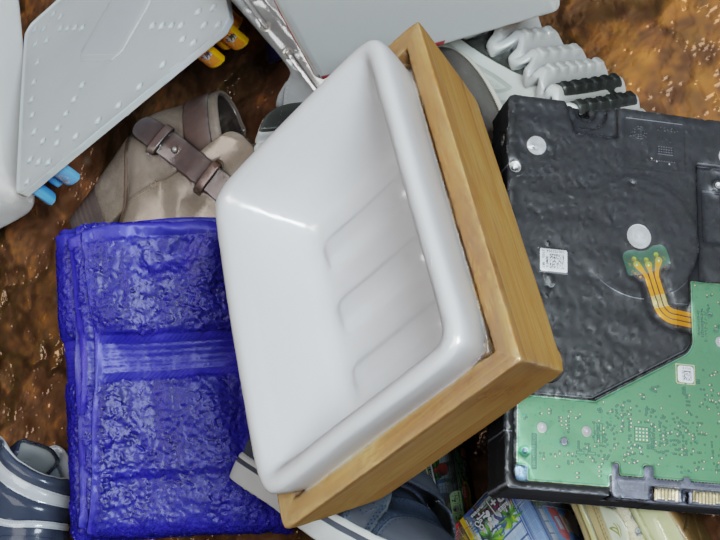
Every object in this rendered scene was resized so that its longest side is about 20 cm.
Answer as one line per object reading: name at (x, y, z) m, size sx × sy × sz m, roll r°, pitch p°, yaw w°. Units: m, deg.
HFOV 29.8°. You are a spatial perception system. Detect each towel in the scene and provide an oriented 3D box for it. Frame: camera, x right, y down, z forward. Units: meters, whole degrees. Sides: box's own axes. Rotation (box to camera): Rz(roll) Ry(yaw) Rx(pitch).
towel at (-0.115, 0.067, 0.840) m, size 0.147 × 0.050 × 0.201 m, roll -4°, pitch 86°, yaw 0°

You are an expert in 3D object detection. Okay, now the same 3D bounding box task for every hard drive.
hard drive at (0.133, 0.017, 0.676) m, size 0.139 × 0.038 × 0.201 m, roll 5°, pitch 71°, yaw -9°

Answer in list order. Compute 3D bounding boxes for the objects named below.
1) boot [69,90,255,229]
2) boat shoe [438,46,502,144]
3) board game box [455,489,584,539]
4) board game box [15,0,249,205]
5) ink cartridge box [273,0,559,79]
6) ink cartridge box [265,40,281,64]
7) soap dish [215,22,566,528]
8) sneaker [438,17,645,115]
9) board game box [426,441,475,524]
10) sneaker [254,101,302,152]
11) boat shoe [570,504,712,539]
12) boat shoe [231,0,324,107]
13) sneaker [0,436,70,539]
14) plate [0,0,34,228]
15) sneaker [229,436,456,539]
boot at (-0.109, -0.019, 0.902) m, size 0.146 × 0.070 × 0.201 m, roll -35°, pitch 69°, yaw 12°
boat shoe at (0.045, -0.041, 0.731) m, size 0.067 × 0.057 × 0.201 m, roll -34°, pitch 55°, yaw 43°
board game box at (0.085, 0.246, 0.708) m, size 0.200 × 0.062 × 0.200 m, roll -49°, pitch 57°, yaw 14°
board game box at (-0.165, -0.166, 0.957) m, size 0.200 × 0.026 × 0.201 m, roll -35°, pitch 41°, yaw 22°
ink cartridge box at (0.021, -0.227, 0.770) m, size 0.143 × 0.084 × 0.201 m, roll -14°, pitch 56°, yaw 13°
ink cartridge box at (-0.002, -0.264, 0.903) m, size 0.199 × 0.047 × 0.199 m, roll -17°, pitch 70°, yaw 26°
soap dish at (0.009, 0.004, 0.656) m, size 0.157 × 0.081 × 0.201 m, roll -41°, pitch 46°, yaw 33°
sneaker at (0.094, -0.102, 0.791) m, size 0.200 × 0.075 × 0.081 m, roll 50°, pitch 127°, yaw 29°
board game box at (0.009, 0.069, 0.826) m, size 0.104 × 0.023 × 0.201 m, roll -20°, pitch 68°, yaw 30°
sneaker at (0.000, 0.000, 0.803) m, size 0.075 × 0.087 × 0.201 m, roll -25°, pitch 77°, yaw -22°
boat shoe at (0.115, 0.091, 0.719) m, size 0.063 × 0.073 × 0.201 m, roll -37°, pitch 62°, yaw 17°
boat shoe at (-0.022, -0.118, 0.832) m, size 0.068 × 0.072 × 0.201 m, roll -33°, pitch 87°, yaw 3°
sneaker at (-0.278, 0.162, 0.962) m, size 0.199 × 0.070 × 0.109 m, roll 13°, pitch 85°, yaw 33°
plate at (-0.338, -0.110, 1.078) m, size 0.199 × 0.032 × 0.201 m, roll -21°, pitch 69°, yaw 34°
sneaker at (-0.002, 0.112, 0.738) m, size 0.200 × 0.078 × 0.080 m, roll 21°, pitch 81°, yaw 54°
